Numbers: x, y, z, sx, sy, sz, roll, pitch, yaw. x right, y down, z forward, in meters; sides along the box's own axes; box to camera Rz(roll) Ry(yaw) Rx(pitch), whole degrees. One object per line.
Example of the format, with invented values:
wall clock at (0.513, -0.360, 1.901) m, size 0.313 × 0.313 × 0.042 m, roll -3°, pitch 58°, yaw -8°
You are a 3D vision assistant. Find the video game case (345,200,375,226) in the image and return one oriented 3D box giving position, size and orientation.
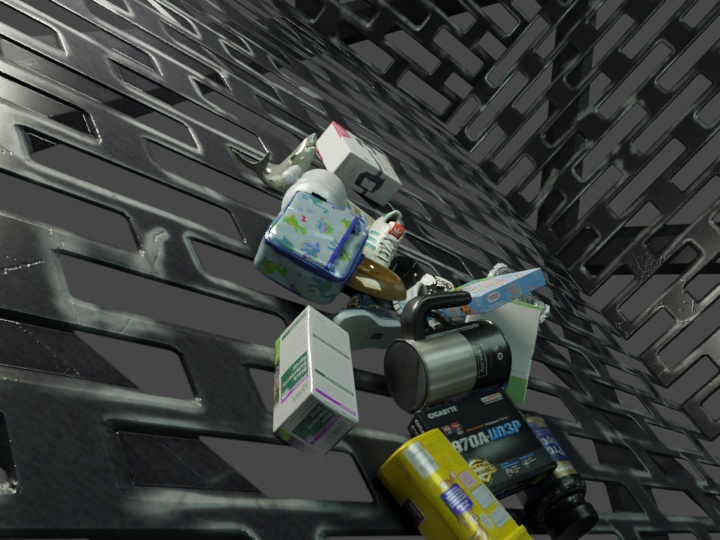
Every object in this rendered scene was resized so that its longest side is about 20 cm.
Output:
video game case at (-0.028, -0.110, 1.736) m, size 0.181 × 0.024 × 0.201 m, roll 36°, pitch 20°, yaw -23°

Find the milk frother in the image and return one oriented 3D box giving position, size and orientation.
milk frother at (0.114, 0.141, 1.326) m, size 0.185 × 0.200 × 0.184 m, roll -8°, pitch 72°, yaw -34°

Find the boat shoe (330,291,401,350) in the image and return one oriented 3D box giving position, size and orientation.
boat shoe at (-0.009, 0.080, 1.320) m, size 0.091 × 0.071 × 0.199 m, roll 45°, pitch 14°, yaw 29°

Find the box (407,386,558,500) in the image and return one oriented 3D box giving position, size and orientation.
box at (0.191, 0.276, 1.231) m, size 0.197 × 0.046 × 0.160 m, roll -7°, pitch 50°, yaw -37°

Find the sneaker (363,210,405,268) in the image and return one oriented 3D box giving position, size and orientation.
sneaker at (0.045, -0.054, 1.616) m, size 0.070 × 0.093 × 0.201 m, roll 38°, pitch 33°, yaw -16°

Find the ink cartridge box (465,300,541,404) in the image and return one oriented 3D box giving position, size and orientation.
ink cartridge box at (0.267, 0.152, 1.544) m, size 0.142 × 0.204 × 0.048 m, roll 14°, pitch -20°, yaw 6°

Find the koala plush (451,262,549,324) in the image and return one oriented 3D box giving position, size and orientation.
koala plush at (0.289, 0.104, 1.658) m, size 0.178 × 0.200 × 0.183 m, roll 49°, pitch 20°, yaw 17°

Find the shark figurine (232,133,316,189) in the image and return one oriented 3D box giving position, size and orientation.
shark figurine at (-0.175, -0.205, 1.596) m, size 0.088 × 0.131 × 0.213 m, roll 23°, pitch 29°, yaw 26°

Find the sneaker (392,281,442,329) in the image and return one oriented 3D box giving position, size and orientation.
sneaker at (0.134, 0.101, 1.529) m, size 0.074 × 0.087 × 0.202 m, roll 23°, pitch 29°, yaw -48°

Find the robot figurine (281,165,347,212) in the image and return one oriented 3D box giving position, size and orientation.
robot figurine at (-0.087, -0.125, 1.508) m, size 0.170 × 0.112 × 0.200 m, roll 49°, pitch 18°, yaw -9°

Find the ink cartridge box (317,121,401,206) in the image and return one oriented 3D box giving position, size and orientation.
ink cartridge box at (-0.004, -0.270, 2.024) m, size 0.198 × 0.084 × 0.146 m, roll 27°, pitch 25°, yaw -40°

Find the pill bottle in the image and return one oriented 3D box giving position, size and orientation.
pill bottle at (0.307, 0.348, 1.320) m, size 0.111 × 0.112 × 0.201 m, roll 23°, pitch 27°, yaw -45°

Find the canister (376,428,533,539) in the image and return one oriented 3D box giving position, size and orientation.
canister at (0.126, 0.319, 1.055) m, size 0.201 × 0.087 × 0.148 m, roll 49°, pitch 20°, yaw 20°

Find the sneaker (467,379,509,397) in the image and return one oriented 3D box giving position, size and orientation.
sneaker at (0.236, 0.204, 1.417) m, size 0.078 × 0.066 × 0.204 m, roll 15°, pitch -50°, yaw 47°

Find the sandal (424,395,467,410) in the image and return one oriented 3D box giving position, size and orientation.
sandal at (0.150, 0.202, 1.400) m, size 0.083 × 0.050 × 0.202 m, roll 46°, pitch 20°, yaw 13°

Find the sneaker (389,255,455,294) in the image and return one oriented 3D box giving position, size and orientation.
sneaker at (0.131, 0.046, 1.667) m, size 0.198 × 0.076 × 0.115 m, roll 29°, pitch -27°, yaw 39°

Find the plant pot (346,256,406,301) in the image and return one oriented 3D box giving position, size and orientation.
plant pot at (0.000, 0.000, 1.452) m, size 0.197 × 0.028 × 0.200 m, roll 23°, pitch 12°, yaw -5°

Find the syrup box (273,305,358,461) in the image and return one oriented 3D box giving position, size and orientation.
syrup box at (-0.062, 0.144, 1.047) m, size 0.081 × 0.079 × 0.201 m, roll 36°, pitch 21°, yaw -21°

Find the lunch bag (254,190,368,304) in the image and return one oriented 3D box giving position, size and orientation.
lunch bag at (-0.074, -0.041, 1.320) m, size 0.159 × 0.083 × 0.201 m, roll 30°, pitch 34°, yaw 1°

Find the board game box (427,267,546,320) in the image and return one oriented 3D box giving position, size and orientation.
board game box at (0.217, 0.046, 1.439) m, size 0.149 × 0.199 × 0.037 m, roll -21°, pitch 94°, yaw -31°
